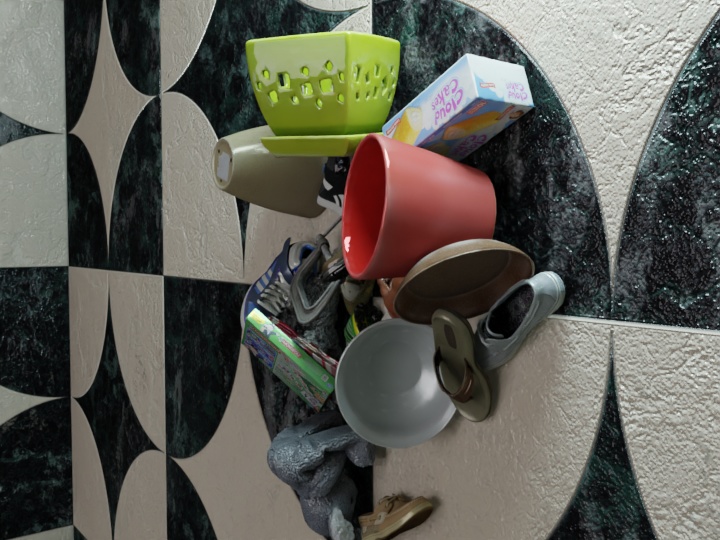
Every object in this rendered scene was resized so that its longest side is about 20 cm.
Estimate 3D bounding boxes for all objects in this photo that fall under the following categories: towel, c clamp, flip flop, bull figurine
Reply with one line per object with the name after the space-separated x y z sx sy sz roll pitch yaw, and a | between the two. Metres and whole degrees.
-0.089 0.172 1.358 0.198 0.023 0.146 30 149 26 | towel
-0.069 -0.002 1.305 0.171 0.027 0.201 -46 30 16 | c clamp
0.134 0.142 1.051 0.080 0.058 0.203 13 136 35 | flip flop
0.069 0.022 1.198 0.122 0.064 0.201 51 128 21 | bull figurine

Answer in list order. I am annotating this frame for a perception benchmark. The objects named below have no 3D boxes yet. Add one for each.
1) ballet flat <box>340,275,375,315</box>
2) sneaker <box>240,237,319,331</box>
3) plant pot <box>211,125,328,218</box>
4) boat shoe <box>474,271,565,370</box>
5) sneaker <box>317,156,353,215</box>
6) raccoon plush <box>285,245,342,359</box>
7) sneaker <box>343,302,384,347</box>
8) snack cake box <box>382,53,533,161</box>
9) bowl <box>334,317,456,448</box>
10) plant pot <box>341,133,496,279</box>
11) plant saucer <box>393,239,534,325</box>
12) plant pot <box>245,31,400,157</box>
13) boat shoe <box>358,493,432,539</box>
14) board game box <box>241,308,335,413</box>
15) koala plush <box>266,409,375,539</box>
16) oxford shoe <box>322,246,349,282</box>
0.000 0.000 1.297 0.071 0.069 0.202 58 135 33 | ballet flat
-0.148 0.029 1.428 0.146 0.080 0.203 -22 35 58 | sneaker
-0.175 -0.197 1.418 0.185 0.196 0.193 4 95 52 | plant pot
0.196 0.072 1.026 0.202 0.070 0.071 -54 51 42 | boat shoe
-0.011 -0.153 1.300 0.198 0.072 0.115 25 110 51 | sneaker
-0.060 0.073 1.365 0.135 0.095 0.202 54 134 27 | raccoon plush
0.022 0.163 1.279 0.086 0.076 0.204 -55 41 48 | sneaker
0.134 -0.217 1.063 0.199 0.113 0.069 -33 63 50 | snack cake box
0.056 0.163 1.162 0.090 0.195 0.207 -102 18 -78 | bowl
0.081 -0.078 1.038 0.200 0.173 0.206 -174 90 -73 | plant pot
0.135 0.012 1.005 0.200 0.196 0.037 -46 47 44 | plant saucer
-0.055 -0.282 1.218 0.196 0.198 0.187 5 103 27 | plant pot
0.049 0.409 1.243 0.200 0.070 0.066 -48 55 45 | boat shoe
-0.132 0.167 1.353 0.199 0.029 0.135 41 152 7 | board game box
-0.069 0.383 1.330 0.176 0.180 0.205 6 109 60 | koala plush
0.004 -0.064 1.200 0.084 0.200 0.073 44 174 14 | oxford shoe
